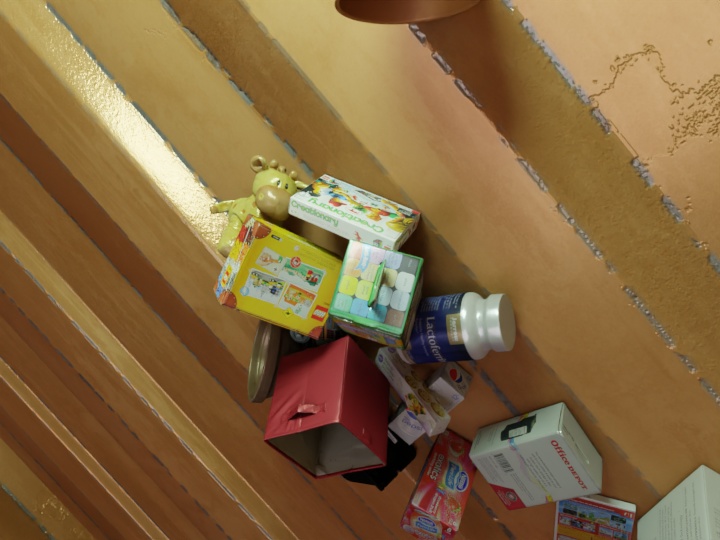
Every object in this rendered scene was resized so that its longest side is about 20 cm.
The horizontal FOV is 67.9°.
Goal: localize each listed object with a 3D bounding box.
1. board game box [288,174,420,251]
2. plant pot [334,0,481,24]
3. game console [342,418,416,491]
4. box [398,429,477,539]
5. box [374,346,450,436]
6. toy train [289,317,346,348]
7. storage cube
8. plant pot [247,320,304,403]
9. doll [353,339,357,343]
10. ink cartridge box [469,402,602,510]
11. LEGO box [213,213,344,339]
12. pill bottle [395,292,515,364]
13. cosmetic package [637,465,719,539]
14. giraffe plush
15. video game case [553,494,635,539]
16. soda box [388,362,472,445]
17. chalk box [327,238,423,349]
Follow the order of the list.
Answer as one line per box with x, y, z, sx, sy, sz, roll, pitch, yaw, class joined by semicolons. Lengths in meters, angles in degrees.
-0.009;-0.098;0.920;0.197;0.126;0.035;23;125;15;board game box
0.060;-0.416;0.682;0.196;0.199;0.144;2;100;27;plant pot
-0.003;0.383;1.193;0.201;0.175;0.116;52;172;-25;game console
0.164;0.434;1.071;0.098;0.200;0.097;26;128;12;box
0.096;0.226;1.028;0.201;0.041;0.039;51;132;42;box
-0.082;0.072;1.088;0.111;0.086;0.204;8;117;9;toy train
-0.055;0.263;1.020;0.168;0.182;0.201;-20;130;25;storage cube
-0.179;0.186;1.157;0.091;0.203;0.203;12;129;-18;plant pot
-0.006;0.249;1.158;0.134;0.048;0.204;-5;113;31;doll
0.331;0.356;1.011;0.199;0.083;0.147;-32;98;37;ink cartridge box
-0.134;0.014;0.945;0.198;0.077;0.151;24;97;-30;LEGO box
0.164;0.101;0.943;0.197;0.116;0.118;-11;111;32;pill bottle
0.590;0.480;0.888;0.165;0.167;0.203;27;127;12;cosmetic package
-0.173;-0.113;1.007;0.162;0.171;0.202;-47;55;28;giraffe plush
0.465;0.529;1.075;0.140;0.017;0.204;7;119;26;video game case
0.138;0.267;1.078;0.063;0.068;0.201;39;128;3;soda box
0.027;0.038;0.844;0.121;0.127;0.200;16;166;12;chalk box
